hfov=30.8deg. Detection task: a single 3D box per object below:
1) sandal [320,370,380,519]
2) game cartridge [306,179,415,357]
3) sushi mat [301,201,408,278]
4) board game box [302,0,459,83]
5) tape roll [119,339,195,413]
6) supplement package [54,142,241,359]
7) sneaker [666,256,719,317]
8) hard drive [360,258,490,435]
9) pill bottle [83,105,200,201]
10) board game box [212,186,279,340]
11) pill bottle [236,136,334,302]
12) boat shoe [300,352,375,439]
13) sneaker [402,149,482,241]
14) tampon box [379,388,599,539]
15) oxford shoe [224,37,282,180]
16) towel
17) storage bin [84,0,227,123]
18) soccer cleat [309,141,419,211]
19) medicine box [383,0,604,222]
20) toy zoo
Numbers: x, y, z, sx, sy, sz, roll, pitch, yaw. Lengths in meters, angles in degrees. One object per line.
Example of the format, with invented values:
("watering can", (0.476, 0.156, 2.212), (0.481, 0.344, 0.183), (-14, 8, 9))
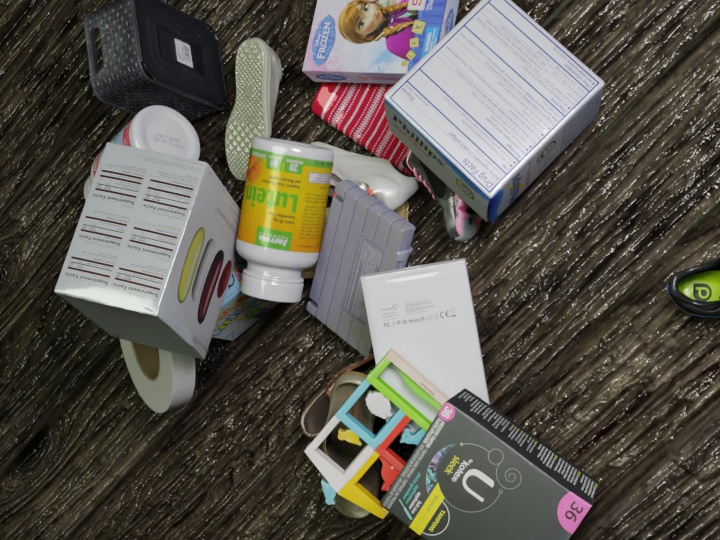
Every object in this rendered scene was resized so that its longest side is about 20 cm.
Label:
("sandal", (-0.015, 0.227, 1.648), (0.079, 0.054, 0.203), (7, 112, 11))
("game cartridge", (0.000, 0.000, 1.686), (0.129, 0.038, 0.202), (34, 126, 27))
("sushi mat", (-0.021, -0.040, 1.761), (0.198, 0.012, 0.097), (-4, 82, 31))
("board game box", (0.033, -0.350, 1.741), (0.197, 0.041, 0.203), (5, 77, 28))
("tape roll", (-0.289, 0.097, 1.826), (0.202, 0.037, 0.206), (34, 131, 51))
("supplement package", (-0.258, -0.021, 1.658), (0.145, 0.191, 0.203), (12, 74, 16))
("sneaker", (0.432, 0.020, 1.433), (0.197, 0.082, 0.072), (-3, 80, 31))
("hard drive", (0.082, 0.095, 1.604), (0.130, 0.027, 0.203), (-9, 98, 8))
("pill bottle", (-0.321, -0.147, 1.880), (0.199, 0.108, 0.110), (-33, 65, 47))
("board game box", (-0.211, -0.018, 1.820), (0.104, 0.103, 0.202), (-37, 65, 20))
("pill bottle", (-0.102, -0.066, 1.697), (0.110, 0.111, 0.203), (14, 99, 32))
("boat shoe", (-0.008, 0.155, 1.689), (0.199, 0.070, 0.071), (-39, 65, 22))
("sneaker", (0.101, -0.128, 1.661), (0.094, 0.079, 0.203), (-15, 71, 25))
("tampon box", (0.152, 0.259, 1.508), (0.199, 0.126, 0.151), (34, 101, 11))
("oxford shoe", (-0.147, -0.227, 1.848), (0.074, 0.058, 0.203), (13, 103, 26))
("towel", (0.031, -0.234, 1.756), (0.199, 0.022, 0.146), (36, 102, 30))
("storage bin", (-0.288, -0.296, 1.855), (0.093, 0.199, 0.137), (-18, 73, 28))
("soccer cleat", (-0.003, -0.126, 1.741), (0.199, 0.077, 0.070), (32, 139, 46))
("medicine box", (0.159, -0.197, 1.568), (0.200, 0.103, 0.182), (-44, 75, -6))
("toy zoo", (0.023, 0.213, 1.607), (0.131, 0.020, 0.201), (39, 102, -2))
